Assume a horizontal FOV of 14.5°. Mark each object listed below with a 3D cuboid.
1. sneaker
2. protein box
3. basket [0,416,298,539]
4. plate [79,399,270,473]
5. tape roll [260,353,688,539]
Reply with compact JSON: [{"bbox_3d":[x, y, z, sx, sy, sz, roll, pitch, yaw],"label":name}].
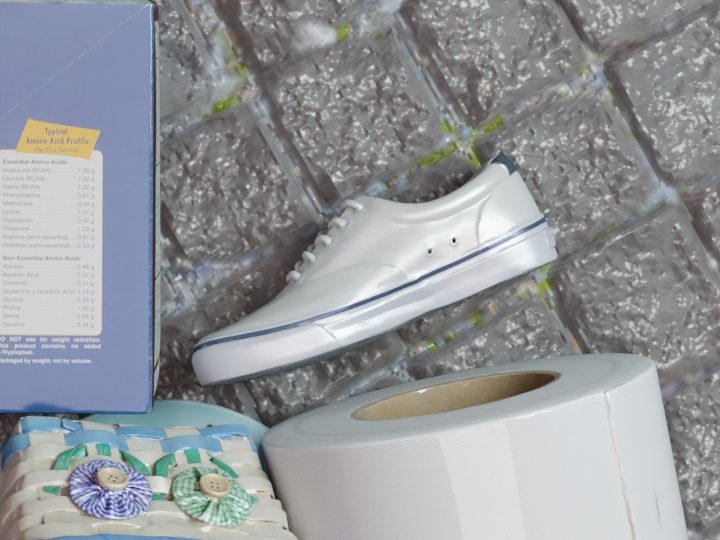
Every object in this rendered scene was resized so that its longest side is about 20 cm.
[{"bbox_3d":[0.000,0.000,1.461,0.200,0.073,0.071,-22,86,-10],"label":"sneaker"},{"bbox_3d":[-0.199,-0.036,1.407,0.198,0.135,0.201,0,95,-3],"label":"protein box"},{"bbox_3d":[-0.110,0.171,1.334,0.176,0.139,0.200,3,59,-24],"label":"basket"},{"bbox_3d":[-0.102,0.168,1.484,0.200,0.026,0.201,0,94,-4],"label":"plate"},{"bbox_3d":[0.061,0.128,1.402,0.202,0.203,0.140,-12,94,-2],"label":"tape roll"}]
